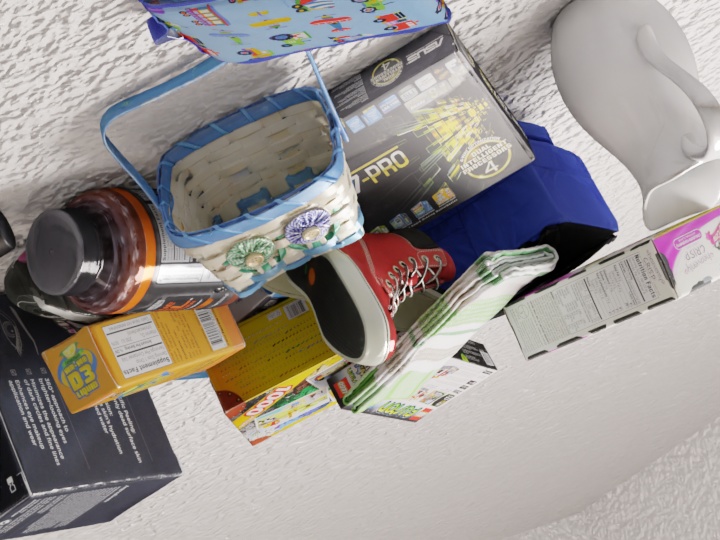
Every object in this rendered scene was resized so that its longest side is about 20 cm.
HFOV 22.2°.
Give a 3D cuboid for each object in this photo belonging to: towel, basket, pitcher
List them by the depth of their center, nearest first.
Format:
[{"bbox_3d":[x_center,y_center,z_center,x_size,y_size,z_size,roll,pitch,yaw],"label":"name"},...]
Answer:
[{"bbox_3d":[-0.089,-0.090,1.466,0.176,0.139,0.200,-27,127,8],"label":"basket"},{"bbox_3d":[0.251,-0.159,1.593,0.121,0.201,0.172,-19,161,-17],"label":"pitcher"},{"bbox_3d":[0.085,0.055,1.654,0.200,0.031,0.149,-47,162,23],"label":"towel"}]

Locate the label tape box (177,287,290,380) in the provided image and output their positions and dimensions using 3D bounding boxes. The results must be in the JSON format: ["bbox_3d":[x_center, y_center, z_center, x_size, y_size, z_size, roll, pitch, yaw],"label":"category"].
[{"bbox_3d":[-0.094,0.032,1.845,0.200,0.066,0.143,-42,156,32],"label":"label tape box"}]

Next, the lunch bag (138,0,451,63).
[{"bbox_3d":[-0.057,-0.197,1.283,0.199,0.095,0.150,-20,167,14],"label":"lunch bag"}]

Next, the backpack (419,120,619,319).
[{"bbox_3d":[0.123,-0.043,1.792,0.200,0.168,0.162,-38,154,25],"label":"backpack"}]

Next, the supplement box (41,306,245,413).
[{"bbox_3d":[-0.192,0.071,1.653,0.066,0.069,0.200,-30,171,32],"label":"supplement box"}]

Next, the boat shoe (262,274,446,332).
[{"bbox_3d":[-0.001,0.001,1.713,0.198,0.066,0.075,12,139,-3],"label":"boat shoe"}]

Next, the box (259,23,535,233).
[{"bbox_3d":[0.031,-0.107,1.599,0.199,0.049,0.161,-29,134,12],"label":"box"}]

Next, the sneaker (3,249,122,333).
[{"bbox_3d":[-0.252,0.027,1.643,0.086,0.081,0.200,-32,160,25],"label":"sneaker"}]

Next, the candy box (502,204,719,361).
[{"bbox_3d":[0.246,0.010,1.684,0.136,0.061,0.200,-23,177,-43],"label":"candy box"}]

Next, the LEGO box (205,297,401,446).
[{"bbox_3d":[-0.048,0.082,1.816,0.199,0.077,0.149,-27,161,-1],"label":"LEGO box"}]

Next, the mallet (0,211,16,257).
[{"bbox_3d":[-0.322,-0.049,1.411,0.066,0.041,0.200,-23,158,-2],"label":"mallet"}]

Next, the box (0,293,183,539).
[{"bbox_3d":[-0.297,0.132,1.682,0.117,0.198,0.199,-36,160,32],"label":"box"}]

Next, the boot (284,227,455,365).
[{"bbox_3d":[0.030,0.015,1.547,0.143,0.200,0.073,1,116,-21],"label":"boot"}]

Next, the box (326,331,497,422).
[{"bbox_3d":[0.055,0.105,1.840,0.110,0.035,0.200,-33,161,15],"label":"box"}]

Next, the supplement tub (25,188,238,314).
[{"bbox_3d":[-0.188,-0.017,1.562,0.107,0.107,0.199,-38,158,34],"label":"supplement tub"}]
